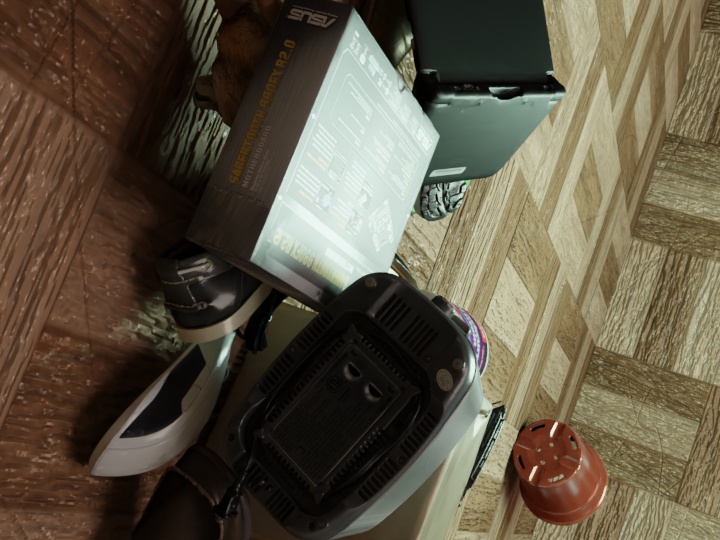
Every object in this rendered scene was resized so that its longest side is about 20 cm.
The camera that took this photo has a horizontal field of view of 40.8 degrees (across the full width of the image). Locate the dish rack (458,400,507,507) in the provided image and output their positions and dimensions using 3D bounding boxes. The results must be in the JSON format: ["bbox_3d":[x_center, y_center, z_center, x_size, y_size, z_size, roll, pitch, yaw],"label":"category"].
[{"bbox_3d":[0.082,0.215,1.123,0.200,0.054,0.154,-32,-158,54],"label":"dish rack"}]

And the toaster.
[{"bbox_3d":[-0.001,0.103,0.653,0.200,0.113,0.129,-49,158,-1],"label":"toaster"}]

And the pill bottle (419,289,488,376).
[{"bbox_3d":[0.086,0.090,1.114,0.200,0.110,0.113,26,83,-68],"label":"pill bottle"}]

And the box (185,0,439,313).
[{"bbox_3d":[-0.020,-0.060,0.634,0.160,0.048,0.200,-68,156,-6],"label":"box"}]

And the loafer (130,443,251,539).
[{"bbox_3d":[-0.136,0.210,0.683,0.071,0.073,0.201,-25,143,-53],"label":"loafer"}]

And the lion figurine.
[{"bbox_3d":[-0.055,-0.191,0.621,0.123,0.072,0.202,56,52,-67],"label":"lion figurine"}]

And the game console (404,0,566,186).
[{"bbox_3d":[0.081,-0.174,0.857,0.199,0.117,0.176,-11,149,-45],"label":"game console"}]

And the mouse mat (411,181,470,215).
[{"bbox_3d":[0.107,-0.156,1.121,0.200,0.007,0.163,-26,130,-60],"label":"mouse mat"}]

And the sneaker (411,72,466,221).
[{"bbox_3d":[0.065,-0.151,0.935,0.073,0.079,0.202,-12,124,-34],"label":"sneaker"}]

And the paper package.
[{"bbox_3d":[-0.015,0.147,0.799,0.192,0.198,0.104,-67,158,-15],"label":"paper package"}]

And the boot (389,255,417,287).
[{"bbox_3d":[0.000,0.000,0.909,0.076,0.074,0.200,-46,156,0],"label":"boot"}]

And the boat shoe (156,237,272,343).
[{"bbox_3d":[-0.077,-0.034,0.691,0.068,0.071,0.200,64,36,-24],"label":"boat shoe"}]

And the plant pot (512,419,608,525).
[{"bbox_3d":[0.420,0.424,2.093,0.202,0.199,0.196,-64,148,-19],"label":"plant pot"}]

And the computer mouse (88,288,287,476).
[{"bbox_3d":[-0.112,0.080,0.685,0.200,0.044,0.110,-49,178,-38],"label":"computer mouse"}]

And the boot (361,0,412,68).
[{"bbox_3d":[0.059,-0.241,0.853,0.201,0.075,0.074,-62,158,-22],"label":"boot"}]
